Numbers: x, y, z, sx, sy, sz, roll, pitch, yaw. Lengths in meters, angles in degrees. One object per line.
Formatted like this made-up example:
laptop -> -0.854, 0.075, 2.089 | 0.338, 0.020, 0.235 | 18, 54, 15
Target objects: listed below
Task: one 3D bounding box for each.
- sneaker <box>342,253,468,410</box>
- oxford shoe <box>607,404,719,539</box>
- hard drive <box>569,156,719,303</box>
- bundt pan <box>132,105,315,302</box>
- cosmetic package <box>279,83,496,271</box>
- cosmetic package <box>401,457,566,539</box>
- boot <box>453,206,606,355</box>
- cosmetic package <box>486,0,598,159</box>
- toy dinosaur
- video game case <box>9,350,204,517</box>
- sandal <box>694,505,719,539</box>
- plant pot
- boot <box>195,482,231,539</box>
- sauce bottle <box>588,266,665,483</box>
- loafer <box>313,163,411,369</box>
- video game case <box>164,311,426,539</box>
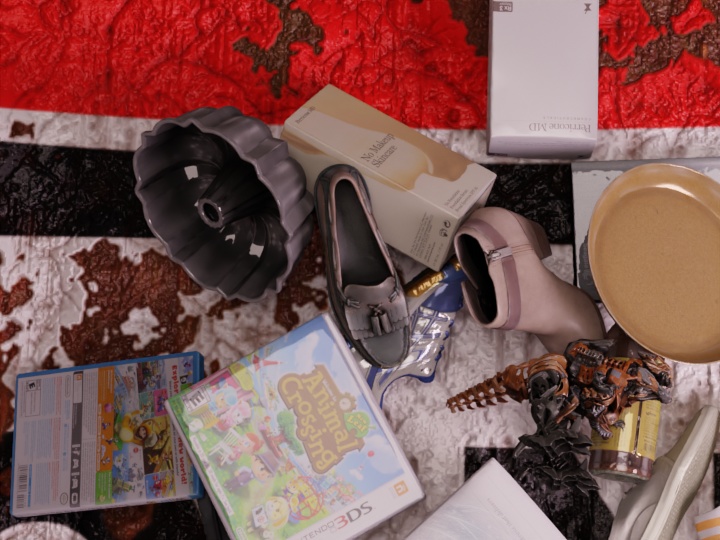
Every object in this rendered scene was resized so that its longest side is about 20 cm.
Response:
sneaker -> 0.058, 0.061, 1.556 | 0.199, 0.075, 0.088 | -38, 94, 0
oxford shoe -> 0.284, 0.213, 1.506 | 0.057, 0.075, 0.201 | 25, 80, 33
hard drive -> 0.309, -0.040, 1.569 | 0.197, 0.033, 0.141 | -2, 79, 4
bundt pan -> -0.124, -0.074, 1.536 | 0.201, 0.203, 0.076 | 40, 50, 10
cosmetic package -> 0.022, -0.094, 1.551 | 0.199, 0.072, 0.105 | 29, 38, 10
cosmetic package -> 0.116, 0.318, 1.468 | 0.200, 0.123, 0.200 | -42, 79, -3
boot -> 0.156, 0.033, 1.499 | 0.070, 0.146, 0.202 | -31, 81, 33
cosmetic package -> 0.183, -0.217, 1.587 | 0.111, 0.081, 0.203 | 0, 78, 2
toy dinosaur -> 0.185, 0.125, 1.449 | 0.198, 0.102, 0.137 | -17, 49, 30
video game case -> -0.248, 0.161, 1.544 | 0.198, 0.018, 0.145 | -8, 68, 14
sandal -> 0.345, 0.226, 1.498 | 0.058, 0.079, 0.209 | 0, 71, 5
plant pot -> 0.299, -0.004, 1.500 | 0.198, 0.027, 0.203 | 7, 69, -18
boot -> -0.067, 0.228, 1.519 | 0.166, 0.076, 0.202 | -19, 72, 4
sauce bottle -> 0.259, 0.099, 1.501 | 0.064, 0.065, 0.202 | 10, 76, 6
loafer -> 0.000, 0.000, 1.479 | 0.071, 0.063, 0.202 | -18, 96, -3
video game case -> -0.063, 0.168, 1.483 | 0.181, 0.022, 0.201 | -28, 77, -2
